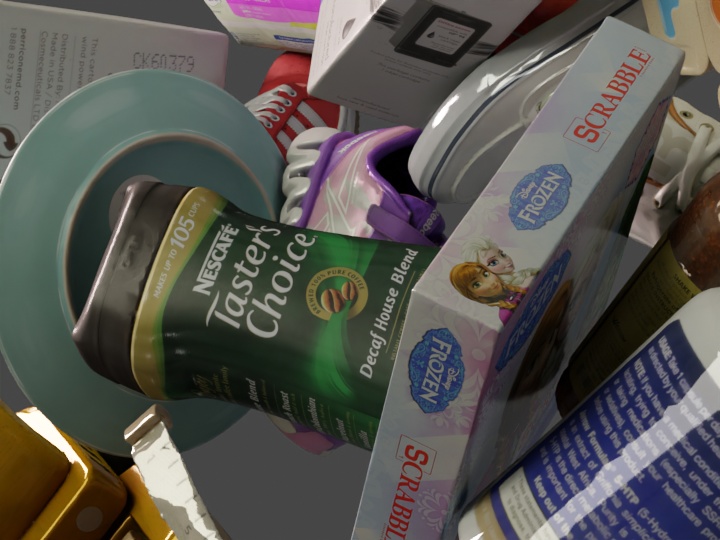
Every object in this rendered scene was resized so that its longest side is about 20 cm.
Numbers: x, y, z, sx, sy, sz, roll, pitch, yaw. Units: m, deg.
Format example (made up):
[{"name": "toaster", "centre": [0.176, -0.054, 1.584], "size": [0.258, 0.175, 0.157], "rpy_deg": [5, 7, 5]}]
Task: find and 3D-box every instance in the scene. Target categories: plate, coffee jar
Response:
[{"name": "plate", "centre": [-0.101, -0.003, 1.469], "size": [0.026, 0.200, 0.200], "rpy_deg": [5, 63, 52]}, {"name": "coffee jar", "centre": [-0.033, 0.025, 1.379], "size": [0.200, 0.085, 0.105], "rpy_deg": [13, 69, 15]}]

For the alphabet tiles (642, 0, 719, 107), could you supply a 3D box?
[{"name": "alphabet tiles", "centre": [0.188, -0.130, 1.267], "size": [0.015, 0.196, 0.200], "rpy_deg": [-25, 19, -28]}]

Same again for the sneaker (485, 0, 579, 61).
[{"name": "sneaker", "centre": [0.098, -0.186, 1.499], "size": [0.085, 0.077, 0.200], "rpy_deg": [124, 153, -51]}]

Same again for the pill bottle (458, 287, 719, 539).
[{"name": "pill bottle", "centre": [0.148, 0.077, 1.150], "size": [0.200, 0.120, 0.120], "rpy_deg": [-44, 32, 16]}]

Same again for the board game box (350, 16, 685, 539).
[{"name": "board game box", "centre": [0.063, 0.025, 1.222], "size": [0.200, 0.041, 0.200], "rpy_deg": [-54, -16, -42]}]

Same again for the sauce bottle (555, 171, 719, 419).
[{"name": "sauce bottle", "centre": [0.154, 0.002, 1.212], "size": [0.200, 0.066, 0.066], "rpy_deg": [-55, 24, 40]}]

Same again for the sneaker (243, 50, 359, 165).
[{"name": "sneaker", "centre": [-0.066, -0.069, 1.582], "size": [0.071, 0.112, 0.200], "rpy_deg": [-28, 39, 34]}]

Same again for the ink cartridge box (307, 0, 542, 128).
[{"name": "ink cartridge box", "centre": [0.047, -0.168, 1.407], "size": [0.200, 0.067, 0.116], "rpy_deg": [135, 148, -57]}]

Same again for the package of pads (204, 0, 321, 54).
[{"name": "package of pads", "centre": [0.018, -0.208, 1.623], "size": [0.200, 0.068, 0.154], "rpy_deg": [-51, 30, -17]}]

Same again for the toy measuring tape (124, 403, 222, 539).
[{"name": "toy measuring tape", "centre": [-0.045, 0.152, 1.346], "size": [0.074, 0.074, 0.200], "rpy_deg": [-41, 63, 20]}]

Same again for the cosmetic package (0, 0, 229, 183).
[{"name": "cosmetic package", "centre": [-0.201, -0.070, 1.665], "size": [0.200, 0.165, 0.165], "rpy_deg": [9, 93, 56]}]

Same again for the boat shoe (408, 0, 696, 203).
[{"name": "boat shoe", "centre": [0.109, -0.086, 1.408], "size": [0.200, 0.073, 0.067], "rpy_deg": [-42, 65, 24]}]

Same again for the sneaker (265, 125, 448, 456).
[{"name": "sneaker", "centre": [0.000, 0.000, 1.469], "size": [0.088, 0.080, 0.200], "rpy_deg": [-16, 46, 32]}]

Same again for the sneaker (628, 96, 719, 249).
[{"name": "sneaker", "centre": [0.154, -0.031, 1.280], "size": [0.200, 0.085, 0.073], "rpy_deg": [23, 78, 52]}]

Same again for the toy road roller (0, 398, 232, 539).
[{"name": "toy road roller", "centre": [-0.163, 0.140, 1.473], "size": [0.123, 0.146, 0.200], "rpy_deg": [-53, 31, 2]}]
